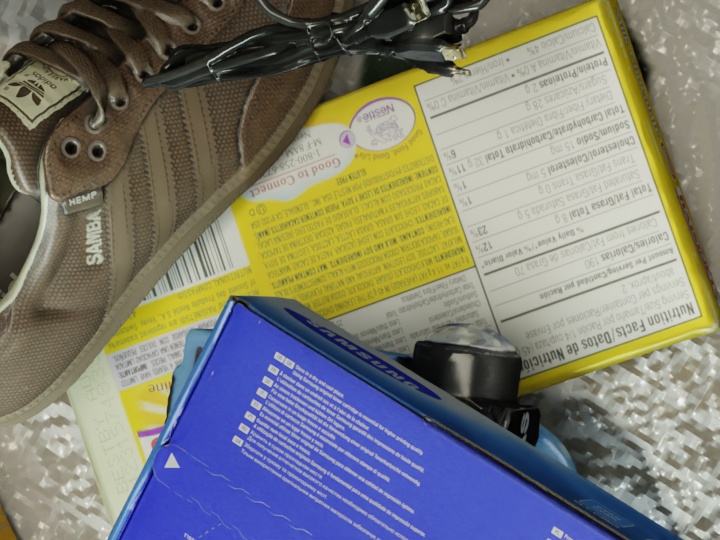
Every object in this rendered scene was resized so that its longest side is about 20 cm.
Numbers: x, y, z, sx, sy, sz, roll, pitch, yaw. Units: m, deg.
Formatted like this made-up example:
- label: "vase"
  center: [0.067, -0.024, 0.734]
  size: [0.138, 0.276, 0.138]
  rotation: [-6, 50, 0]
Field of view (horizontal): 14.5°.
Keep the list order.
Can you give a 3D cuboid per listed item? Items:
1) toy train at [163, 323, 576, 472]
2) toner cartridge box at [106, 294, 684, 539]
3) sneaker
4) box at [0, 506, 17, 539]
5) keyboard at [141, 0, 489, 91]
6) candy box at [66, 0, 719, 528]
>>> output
- label: "toy train"
  center: [-0.007, 0.110, 0.800]
  size: [0.114, 0.087, 0.201]
  rotation: [10, 92, 18]
- label: "toner cartridge box"
  center: [0.033, 0.095, 0.715]
  size: [0.199, 0.043, 0.095]
  rotation: [32, 100, 21]
- label: "sneaker"
  center: [-0.072, -0.044, 0.816]
  size: [0.070, 0.076, 0.201]
  rotation: [32, 89, 28]
- label: "box"
  center: [-0.137, 0.164, 0.894]
  size: [0.119, 0.041, 0.201]
  rotation: [-27, 90, 16]
- label: "keyboard"
  center: [-0.037, -0.103, 0.747]
  size: [0.199, 0.021, 0.128]
  rotation: [-8, 113, 31]
- label: "candy box"
  center: [0.000, 0.000, 0.847]
  size: [0.199, 0.026, 0.103]
  rotation: [-19, 91, 17]
